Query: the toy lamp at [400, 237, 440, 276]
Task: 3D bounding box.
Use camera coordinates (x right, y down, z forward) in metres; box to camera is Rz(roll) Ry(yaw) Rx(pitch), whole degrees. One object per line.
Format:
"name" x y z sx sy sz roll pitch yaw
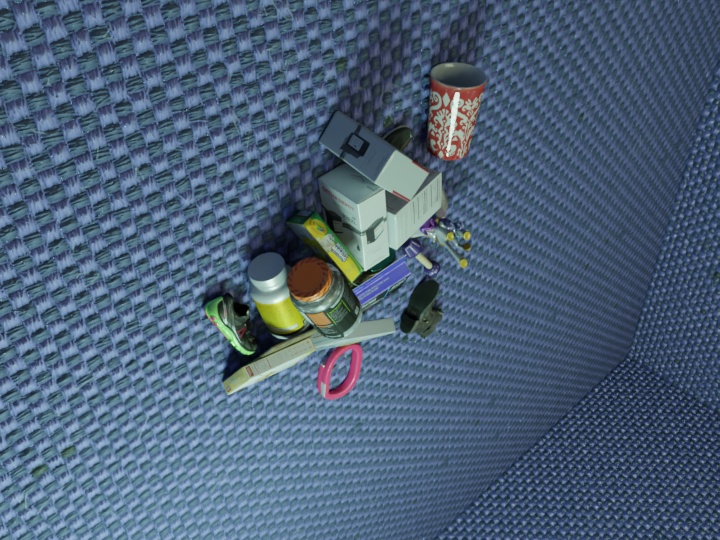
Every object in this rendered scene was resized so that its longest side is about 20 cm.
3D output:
"toy lamp" 0.165 -0.041 1.907 0.058 0.058 0.200 -53 147 -2

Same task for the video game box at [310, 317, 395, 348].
"video game box" -0.039 0.168 1.758 0.182 0.047 0.199 -23 167 41

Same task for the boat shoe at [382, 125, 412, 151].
"boat shoe" 0.060 -0.261 1.601 0.200 0.068 0.072 -46 142 -14

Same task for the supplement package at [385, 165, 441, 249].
"supplement package" 0.101 -0.164 1.658 0.200 0.113 0.110 -43 144 -33

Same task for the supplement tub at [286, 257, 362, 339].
"supplement tub" -0.079 0.060 1.487 0.123 0.122 0.200 -47 148 -10

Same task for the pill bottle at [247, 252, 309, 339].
"pill bottle" -0.186 0.056 1.539 0.112 0.112 0.200 -39 142 -19

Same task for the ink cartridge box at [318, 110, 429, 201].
"ink cartridge box" 0.027 -0.247 1.463 0.145 0.200 0.084 19 108 -53

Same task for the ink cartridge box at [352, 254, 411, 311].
"ink cartridge box" 0.033 0.054 1.707 0.198 0.043 0.200 -33 168 -14

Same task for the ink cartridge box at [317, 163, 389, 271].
"ink cartridge box" -0.014 -0.122 1.560 0.084 0.145 0.201 -33 139 -26

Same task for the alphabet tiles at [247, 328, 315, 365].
"alphabet tiles" -0.180 0.183 1.636 0.167 0.008 0.200 -22 171 -37

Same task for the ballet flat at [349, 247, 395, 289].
"ballet flat" 0.000 0.000 1.659 0.199 0.071 0.065 -28 164 -28

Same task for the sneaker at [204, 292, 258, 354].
"sneaker" -0.272 0.122 1.527 0.084 0.077 0.200 -41 143 -11

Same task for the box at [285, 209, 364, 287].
"box" -0.071 -0.046 1.511 0.048 0.117 0.200 -44 112 -14

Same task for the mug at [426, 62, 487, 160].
"mug" 0.240 -0.388 1.650 0.177 0.133 0.201 -26 139 -30

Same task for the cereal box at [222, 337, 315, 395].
"cereal box" -0.221 0.232 1.644 0.199 0.040 0.144 -22 170 -37

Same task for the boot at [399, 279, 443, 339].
"boot" 0.208 0.121 2.089 0.174 0.069 0.201 11 114 -57

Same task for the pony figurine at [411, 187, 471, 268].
"pony figurine" 0.205 -0.116 1.806 0.166 0.200 0.193 -39 126 -9

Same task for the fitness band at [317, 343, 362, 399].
"fitness band" -0.058 0.286 1.939 0.143 0.037 0.201 -23 135 -39
